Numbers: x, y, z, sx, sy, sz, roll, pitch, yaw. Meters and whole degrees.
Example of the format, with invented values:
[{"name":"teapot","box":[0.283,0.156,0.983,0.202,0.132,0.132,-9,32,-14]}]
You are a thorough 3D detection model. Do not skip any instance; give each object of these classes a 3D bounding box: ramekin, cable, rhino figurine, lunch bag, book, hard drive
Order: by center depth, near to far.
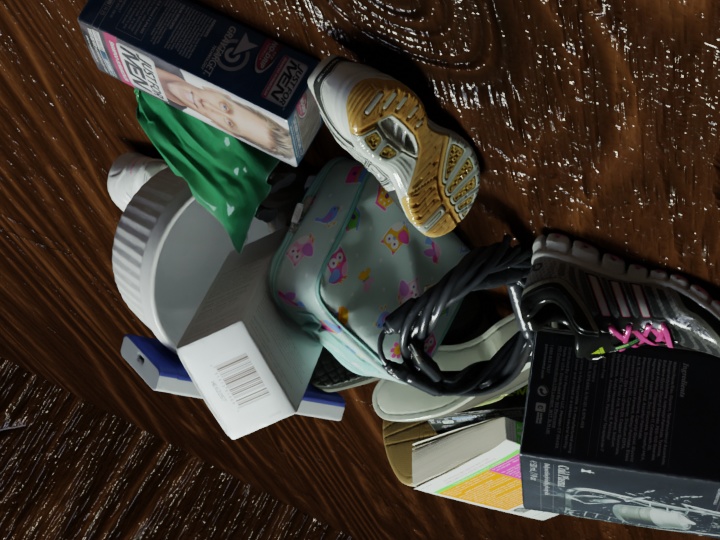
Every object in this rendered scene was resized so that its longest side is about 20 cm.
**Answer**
[{"name":"cable","box":[0.103,0.044,1.540,0.051,0.163,0.200,45,-170,36]},{"name":"lunch bag","box":[0.007,0.003,1.556,0.077,0.161,0.200,14,159,43]},{"name":"rhino figurine","box":[-0.056,-0.030,1.692,0.060,0.087,0.200,41,172,47]},{"name":"ramekin","box":[-0.152,-0.016,1.733,0.105,0.201,0.200,26,167,46]},{"name":"hard drive","box":[-0.129,0.107,1.758,0.199,0.026,0.132,12,-171,-25]},{"name":"book","box":[0.169,0.205,1.781,0.199,0.048,0.133,23,145,-38]}]

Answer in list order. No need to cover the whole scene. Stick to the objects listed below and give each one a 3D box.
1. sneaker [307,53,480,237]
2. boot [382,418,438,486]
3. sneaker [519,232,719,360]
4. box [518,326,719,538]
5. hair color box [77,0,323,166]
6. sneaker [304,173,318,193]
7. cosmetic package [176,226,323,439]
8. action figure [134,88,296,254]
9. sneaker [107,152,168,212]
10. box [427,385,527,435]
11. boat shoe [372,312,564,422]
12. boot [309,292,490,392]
[{"name":"sneaker","box":[0.027,-0.105,1.380,0.088,0.076,0.200,38,171,40]},{"name":"boot","box":[0.085,0.166,1.909,0.072,0.201,0.155,-22,142,20]},{"name":"sneaker","box":[0.216,0.042,1.433,0.199,0.088,0.074,22,163,25]},{"name":"box","box":[0.246,0.148,1.560,0.195,0.125,0.200,6,160,9]},{"name":"hair color box","box":[-0.129,-0.169,1.446,0.199,0.061,0.100,26,165,11]},{"name":"sneaker","box":[0.000,0.000,1.654,0.070,0.109,0.200,11,156,47]},{"name":"cosmetic package","box":[-0.089,0.052,1.552,0.102,0.074,0.200,61,-161,-17]},{"name":"action figure","box":[-0.144,-0.124,1.577,0.200,0.118,0.055,43,-149,22]},{"name":"sneaker","box":[-0.180,-0.052,1.888,0.200,0.078,0.099,38,159,-31]},{"name":"box","box":[0.185,0.158,1.786,0.199,0.048,0.193,-7,154,17]},{"name":"boat shoe","box":[0.109,0.100,1.689,0.201,0.072,0.060,-25,152,16]},{"name":"boot","box":[0.054,0.103,1.765,0.199,0.068,0.131,-21,137,8]}]
